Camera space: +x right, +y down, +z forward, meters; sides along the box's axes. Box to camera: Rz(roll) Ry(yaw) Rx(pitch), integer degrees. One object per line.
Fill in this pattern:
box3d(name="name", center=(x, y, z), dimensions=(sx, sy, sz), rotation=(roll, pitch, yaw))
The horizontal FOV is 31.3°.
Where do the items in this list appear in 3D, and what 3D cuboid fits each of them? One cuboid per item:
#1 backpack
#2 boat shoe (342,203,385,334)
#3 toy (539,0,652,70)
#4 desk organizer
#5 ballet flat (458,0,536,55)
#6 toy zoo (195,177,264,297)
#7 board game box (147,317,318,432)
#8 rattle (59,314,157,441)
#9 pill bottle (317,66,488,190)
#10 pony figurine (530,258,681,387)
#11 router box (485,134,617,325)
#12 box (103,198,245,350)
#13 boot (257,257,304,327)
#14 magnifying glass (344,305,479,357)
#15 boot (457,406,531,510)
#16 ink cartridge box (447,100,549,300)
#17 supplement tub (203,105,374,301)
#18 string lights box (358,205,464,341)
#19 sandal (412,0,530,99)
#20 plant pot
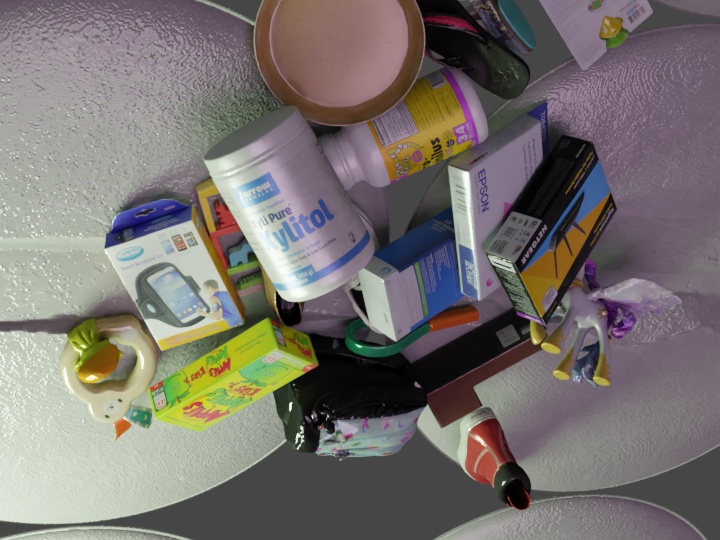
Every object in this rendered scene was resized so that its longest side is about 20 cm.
box3d(name="backpack", center=(-0.012, 0.179, 1.755), dimensions=(0.200, 0.167, 0.127), rotation=(1, 137, -23))
box3d(name="boat shoe", center=(0.000, 0.000, 1.686), dimensions=(0.072, 0.066, 0.200), rotation=(-20, 125, -5))
box3d(name="toy", center=(0.268, -0.352, 1.566), dimensions=(0.115, 0.047, 0.200), rotation=(-40, 128, 4))
box3d(name="desk organizer", center=(0.176, 0.136, 1.829), dimensions=(0.200, 0.072, 0.077), rotation=(-29, 128, 1))
box3d(name="ballet flat", center=(0.138, -0.328, 1.535), dimensions=(0.074, 0.074, 0.200), rotation=(-36, 123, 6))
box3d(name="toy zoo", center=(-0.130, -0.065, 1.629), dimensions=(0.131, 0.020, 0.200), rotation=(-18, 125, -7))
box3d(name="board game box", center=(-0.166, 0.139, 1.676), dimensions=(0.200, 0.048, 0.102), rotation=(-31, 152, 18))
box3d(name="rattle", center=(-0.307, 0.168, 1.650), dimensions=(0.130, 0.143, 0.200), rotation=(-17, 121, -30))
box3d(name="pill bottle", center=(0.048, -0.168, 1.573), dimensions=(0.200, 0.104, 0.104), rotation=(-25, 126, -2))
box3d(name="pony figurine", center=(0.317, 0.056, 1.761), dimensions=(0.193, 0.200, 0.166), rotation=(32, 149, -26))
box3d(name="router box", center=(0.250, -0.052, 1.659), dimensions=(0.200, 0.051, 0.149), rotation=(-56, 142, -18))
box3d(name="box", center=(-0.235, 0.003, 1.613), dimensions=(0.119, 0.042, 0.200), rotation=(-18, 128, 7))
box3d(name="boot", center=(-0.100, -0.020, 1.609), dimensions=(0.073, 0.075, 0.200), rotation=(-14, 121, -5))
box3d(name="magnifying glass", center=(0.072, 0.078, 1.763), dimensions=(0.200, 0.080, 0.022), rotation=(-10, 122, -25))
box3d(name="boot", center=(0.203, 0.303, 1.873), dimensions=(0.072, 0.144, 0.200), rotation=(-26, 150, -6))
box3d(name="ink cartridge box", center=(0.198, -0.091, 1.654), dimensions=(0.200, 0.043, 0.197), rotation=(-34, 131, -31))
box3d(name="supplement tub", center=(-0.082, -0.077, 1.509), dimensions=(0.132, 0.132, 0.200), rotation=(-30, 108, 1))
box3d(name="string lights box", center=(0.097, -0.005, 1.677), dimensions=(0.200, 0.059, 0.103), rotation=(-32, 129, -26))
box3d(name="sandal", center=(0.110, -0.269, 1.508), dimensions=(0.200, 0.045, 0.075), rotation=(36, 128, 4))
box3d(name="plant pot", center=(-0.024, -0.269, 1.500), dimensions=(0.200, 0.027, 0.200), rotation=(0, 109, 1))
